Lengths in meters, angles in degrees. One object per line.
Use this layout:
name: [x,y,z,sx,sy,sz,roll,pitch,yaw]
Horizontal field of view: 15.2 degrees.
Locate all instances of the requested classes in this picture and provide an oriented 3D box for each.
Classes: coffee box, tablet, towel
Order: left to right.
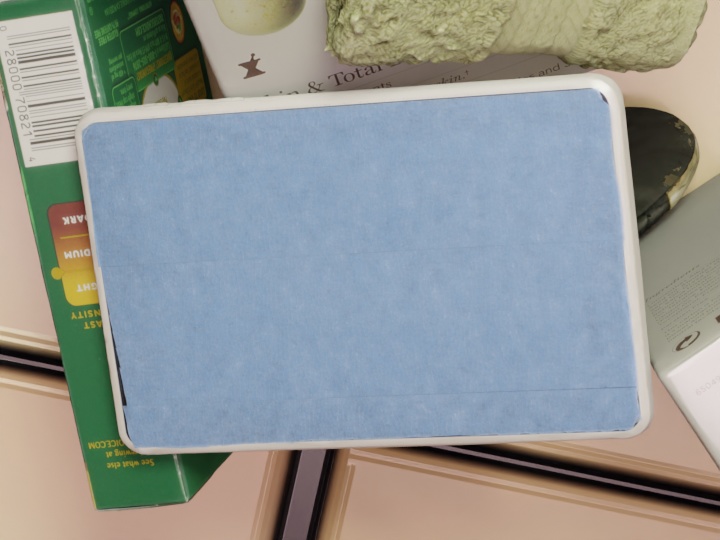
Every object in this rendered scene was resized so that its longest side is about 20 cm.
coffee box: [-0.086,-0.020,1.041,0.044,0.123,0.201,-8,105,17]
tablet: [0.000,0.000,0.951,0.199,0.014,0.131,-3,105,16]
towel: [0.070,-0.143,0.868,0.148,0.037,0.200,-1,135,-22]

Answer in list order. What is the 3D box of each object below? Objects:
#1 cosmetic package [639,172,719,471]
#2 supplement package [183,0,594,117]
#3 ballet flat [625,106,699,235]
cosmetic package: [0.154,0.036,1.024,0.071,0.200,0.102,-34,102,5]
supplement package: [-0.008,-0.167,0.955,0.151,0.151,0.200,-19,140,2]
ballet flat: [0.050,-0.002,1.096,0.200,0.057,0.067,-33,59,4]
